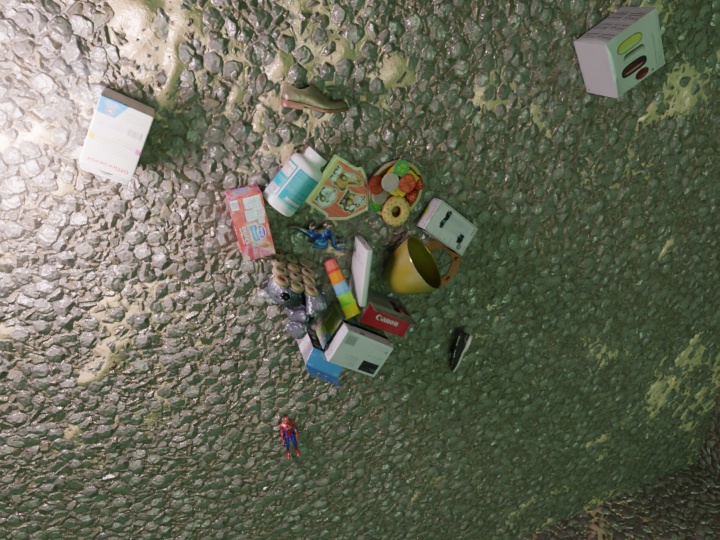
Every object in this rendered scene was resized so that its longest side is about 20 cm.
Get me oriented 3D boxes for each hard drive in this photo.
[{"bbox_3d":[0.000,0.000,1.731,0.026,0.132,0.202,-2,116,-19],"label":"hard drive"}]

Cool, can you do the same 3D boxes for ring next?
[{"bbox_3d":[0.276,-0.018,1.895,0.199,0.019,0.202,-9,118,-17],"label":"ring"}]

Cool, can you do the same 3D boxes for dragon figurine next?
[{"bbox_3d":[-0.134,-0.104,1.671,0.198,0.059,0.100,-6,117,-20],"label":"dragon figurine"}]

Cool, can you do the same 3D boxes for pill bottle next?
[{"bbox_3d":[-0.188,-0.266,1.537,0.111,0.111,0.200,37,99,-31],"label":"pill bottle"}]

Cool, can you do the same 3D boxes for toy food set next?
[{"bbox_3d":[0.115,-0.258,1.689,0.198,0.049,0.200,38,97,-33],"label":"toy food set"}]

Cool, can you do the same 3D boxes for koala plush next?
[{"bbox_3d":[-0.221,0.086,1.698,0.199,0.184,0.178,36,101,-10],"label":"koala plush"}]

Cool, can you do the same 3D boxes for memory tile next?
[{"bbox_3d":[-0.206,0.005,1.617,0.152,0.200,0.017,21,116,-27],"label":"memory tile"}]

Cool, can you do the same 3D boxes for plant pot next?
[{"bbox_3d":[0.163,0.005,1.781,0.141,0.201,0.200,-31,127,28],"label":"plant pot"}]

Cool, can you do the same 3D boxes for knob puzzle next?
[{"bbox_3d":[-0.049,-0.241,1.650,0.218,0.030,0.221,-9,118,-17],"label":"knob puzzle"}]

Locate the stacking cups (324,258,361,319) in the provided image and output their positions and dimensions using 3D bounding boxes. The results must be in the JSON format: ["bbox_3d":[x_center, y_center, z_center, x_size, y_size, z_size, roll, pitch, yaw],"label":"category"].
[{"bbox_3d":[-0.065,0.059,1.727,0.060,0.061,0.201,-25,90,-7],"label":"stacking cups"}]

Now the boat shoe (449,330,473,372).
[{"bbox_3d":[0.389,0.325,2.088,0.060,0.074,0.201,25,130,12],"label":"boat shoe"}]

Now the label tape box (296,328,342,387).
[{"bbox_3d":[-0.130,0.292,1.791,0.144,0.200,0.063,30,103,-31],"label":"label tape box"}]

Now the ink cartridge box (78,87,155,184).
[{"bbox_3d":[-0.621,-0.336,1.328,0.128,0.125,0.201,20,107,-28],"label":"ink cartridge box"}]

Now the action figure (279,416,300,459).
[{"bbox_3d":[-0.272,0.642,2.010,0.065,0.052,0.202,-12,117,-10],"label":"action figure"}]

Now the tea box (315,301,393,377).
[{"bbox_3d":[-0.025,0.237,1.805,0.199,0.197,0.134,25,105,-30],"label":"tea box"}]

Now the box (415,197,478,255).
[{"bbox_3d":[0.300,-0.151,1.800,0.199,0.060,0.117,30,93,-31],"label":"box"}]

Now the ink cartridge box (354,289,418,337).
[{"bbox_3d":[0.077,0.152,1.813,0.199,0.176,0.084,22,107,-28],"label":"ink cartridge box"}]

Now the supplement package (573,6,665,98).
[{"bbox_3d":[0.835,-0.702,1.680,0.199,0.147,0.192,-36,123,-1],"label":"supplement package"}]

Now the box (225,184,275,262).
[{"bbox_3d":[-0.327,-0.142,1.557,0.102,0.095,0.201,-16,121,-12],"label":"box"}]

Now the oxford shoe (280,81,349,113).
[{"bbox_3d":[-0.123,-0.488,1.474,0.198,0.070,0.075,1,110,-22],"label":"oxford shoe"}]
